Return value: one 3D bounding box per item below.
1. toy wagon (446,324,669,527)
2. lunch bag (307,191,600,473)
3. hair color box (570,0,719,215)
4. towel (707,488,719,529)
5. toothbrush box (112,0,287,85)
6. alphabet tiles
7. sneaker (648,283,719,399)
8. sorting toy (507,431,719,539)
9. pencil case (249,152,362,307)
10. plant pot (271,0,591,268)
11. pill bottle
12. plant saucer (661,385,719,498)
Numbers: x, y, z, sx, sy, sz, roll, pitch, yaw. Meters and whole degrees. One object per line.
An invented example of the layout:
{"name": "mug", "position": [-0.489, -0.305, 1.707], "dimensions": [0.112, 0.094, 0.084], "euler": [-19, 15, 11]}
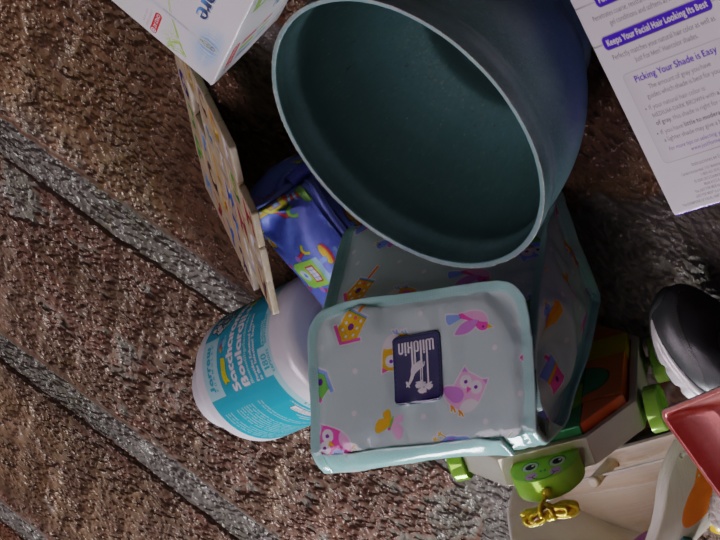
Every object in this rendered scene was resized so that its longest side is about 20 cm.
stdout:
{"name": "toy wagon", "position": [0.133, 0.102, 1.432], "dimensions": [0.154, 0.200, 0.040], "euler": [-16, 112, 17]}
{"name": "lunch bag", "position": [0.060, 0.051, 1.411], "dimensions": [0.169, 0.201, 0.122], "euler": [-8, 126, 23]}
{"name": "hair color box", "position": [0.188, -0.141, 1.192], "dimensions": [0.109, 0.065, 0.201], "euler": [-16, 104, 53]}
{"name": "towel", "position": [0.325, 0.135, 1.333], "dimensions": [0.198, 0.035, 0.133], "euler": [12, 127, 8]}
{"name": "toothbrush box", "position": [-0.133, -0.248, 1.421], "dimensions": [0.200, 0.086, 0.146], "euler": [40, 147, 2]}
{"name": "alphabet tiles", "position": [-0.100, -0.066, 1.558], "dimensions": [0.201, 0.007, 0.168], "euler": [-117, 13, -45]}
{"name": "sneaker", "position": [0.279, 0.067, 1.372], "dimensions": [0.199, 0.075, 0.085], "euler": [36, 142, -7]}
{"name": "sorting toy", "position": [0.173, 0.215, 1.539], "dimensions": [0.107, 0.180, 0.200], "euler": [50, 147, -11]}
{"name": "pencil case", "position": [0.000, 0.000, 1.568], "dimensions": [0.200, 0.078, 0.087], "euler": [50, 153, -11]}
{"name": "plant pot", "position": [0.062, -0.122, 1.314], "dimensions": [0.199, 0.134, 0.201], "euler": [27, 144, 21]}
{"name": "pill bottle", "position": [-0.061, 0.073, 1.685], "dimensions": [0.111, 0.111, 0.200], "euler": [48, 146, -9]}
{"name": "plant saucer", "position": [0.282, 0.139, 1.234], "dimensions": [0.200, 0.037, 0.200], "euler": [54, 162, 2]}
